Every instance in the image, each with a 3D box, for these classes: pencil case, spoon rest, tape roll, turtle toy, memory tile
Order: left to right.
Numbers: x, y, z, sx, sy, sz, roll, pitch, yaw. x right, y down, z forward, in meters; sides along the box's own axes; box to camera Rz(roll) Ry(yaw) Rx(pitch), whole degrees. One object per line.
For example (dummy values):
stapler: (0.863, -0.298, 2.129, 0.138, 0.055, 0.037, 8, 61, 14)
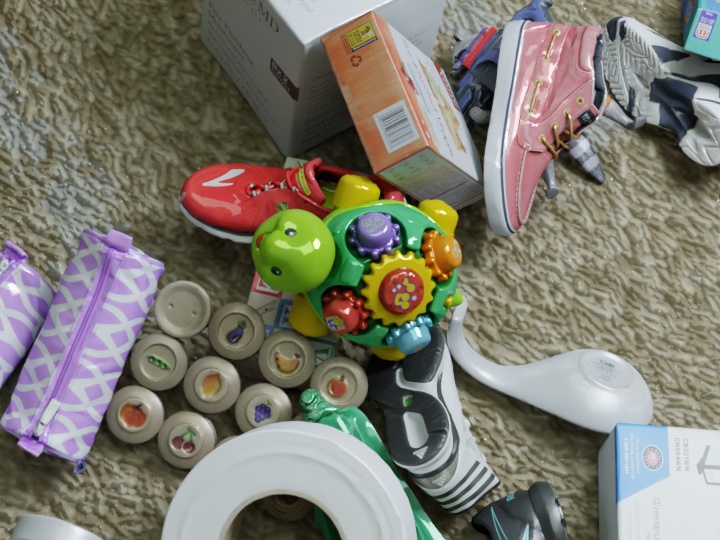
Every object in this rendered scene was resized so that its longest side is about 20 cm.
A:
pencil case: (-0.338, 0.071, 1.479, 0.084, 0.086, 0.200, 28, 65, 10)
pencil case: (-0.236, 0.064, 1.468, 0.084, 0.085, 0.200, 20, 86, 11)
memory tile: (-0.105, 0.110, 1.489, 0.200, 0.017, 0.153, 26, 90, 2)
tape roll: (-0.057, 0.224, 1.401, 0.202, 0.071, 0.203, 0, 91, 8)
turtle toy: (0.000, 0.000, 1.447, 0.200, 0.101, 0.146, 17, 99, -21)
spoon rest: (0.166, 0.090, 1.549, 0.200, 0.061, 0.099, 24, 36, 0)

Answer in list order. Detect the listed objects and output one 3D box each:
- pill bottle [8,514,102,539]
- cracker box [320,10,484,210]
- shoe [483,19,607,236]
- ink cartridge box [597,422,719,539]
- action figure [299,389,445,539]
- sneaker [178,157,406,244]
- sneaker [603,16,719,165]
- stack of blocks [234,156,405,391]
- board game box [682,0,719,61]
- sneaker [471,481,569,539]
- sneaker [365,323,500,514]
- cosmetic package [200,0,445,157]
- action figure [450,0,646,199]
pill bottle: (-0.268, 0.298, 1.367, 0.111, 0.111, 0.200, 18, 63, 3)
cracker box: (0.045, -0.135, 1.543, 0.058, 0.200, 0.134, -26, 74, 14)
shoe: (0.168, -0.129, 1.572, 0.091, 0.071, 0.200, 4, 80, 21)
ink cartridge box: (0.308, 0.216, 1.487, 0.200, 0.084, 0.146, 4, 63, -3)
action figure: (-0.001, 0.189, 1.455, 0.118, 0.055, 0.200, -25, 86, -1)
sneaker: (-0.058, -0.070, 1.522, 0.200, 0.085, 0.077, 4, 62, -4)
sneaker: (0.333, -0.184, 1.701, 0.129, 0.080, 0.199, -13, 41, -34)
stack of blocks: (-0.035, 0.007, 1.567, 0.115, 0.059, 0.200, 13, 63, 1)
board game box: (0.388, -0.230, 1.677, 0.152, 0.045, 0.200, 19, 22, 4)
sneaker: (0.150, 0.278, 1.457, 0.079, 0.075, 0.200, -15, 59, 2)
sneaker: (0.064, 0.135, 1.516, 0.076, 0.115, 0.201, -24, 33, 13)
cosmetic package: (-0.037, -0.245, 1.614, 0.165, 0.200, 0.165, -30, 70, -19)
action figure: (0.145, -0.149, 1.668, 0.200, 0.105, 0.194, -44, 66, 8)
